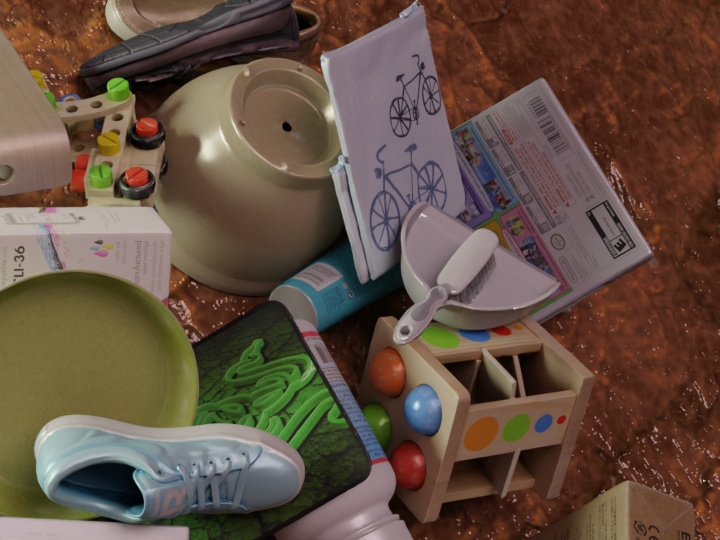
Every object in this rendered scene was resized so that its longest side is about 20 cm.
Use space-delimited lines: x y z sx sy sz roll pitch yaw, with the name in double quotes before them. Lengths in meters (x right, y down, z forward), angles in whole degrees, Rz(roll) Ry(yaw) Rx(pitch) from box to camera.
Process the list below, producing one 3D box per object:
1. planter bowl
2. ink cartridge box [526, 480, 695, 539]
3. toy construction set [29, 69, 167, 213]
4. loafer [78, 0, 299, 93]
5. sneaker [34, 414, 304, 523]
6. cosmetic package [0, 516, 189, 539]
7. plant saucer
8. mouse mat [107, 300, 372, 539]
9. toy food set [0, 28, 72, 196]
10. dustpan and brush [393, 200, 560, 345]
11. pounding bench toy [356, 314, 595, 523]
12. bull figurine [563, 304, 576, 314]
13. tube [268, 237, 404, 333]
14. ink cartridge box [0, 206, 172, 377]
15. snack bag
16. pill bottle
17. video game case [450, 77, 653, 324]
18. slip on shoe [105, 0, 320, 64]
"planter bowl" -0.084 -0.098 1.503 0.200 0.135 0.201 16 54 -23
"ink cartridge box" 0.193 0.293 1.406 0.075 0.165 0.200 20 54 -22
"toy construction set" -0.224 -0.078 1.421 0.131 0.092 0.200 2 58 2
"loafer" -0.144 -0.189 1.542 0.200 0.072 0.063 -23 110 -12
"sneaker" -0.137 0.158 1.276 0.200 0.074 0.082 4 27 -9
"cosmetic package" -0.220 0.254 1.240 0.200 0.052 0.151 8 68 -27
"plant saucer" -0.220 0.091 1.302 0.200 0.200 0.031 14 11 -23
"mouse mat" -0.110 0.135 1.345 0.200 0.008 0.161 -30 76 -1
"toy food set" -0.329 -0.123 1.386 0.143 0.060 0.200 -11 43 -29
"dustpan and brush" 0.072 0.014 1.424 0.139 0.057 0.200 31 48 11
"pounding bench toy" 0.064 0.096 1.475 0.156 0.124 0.200 -5 33 -32
"bull figurine" 0.156 -0.052 1.658 0.121 0.065 0.200 11 67 -21
"tube" 0.000 0.000 1.521 0.077 0.050 0.200 49 42 9
"ink cartridge box" -0.248 0.016 1.322 0.200 0.117 0.067 -2 20 -20
"snack bag" 0.026 -0.112 1.498 0.189 0.021 0.200 -37 119 -54
"pill bottle" -0.041 0.148 1.393 0.109 0.109 0.200 -18 72 -38
"video game case" 0.137 -0.049 1.599 0.182 0.022 0.200 -30 72 3
"slip on shoe" -0.131 -0.229 1.604 0.200 0.061 0.076 13 56 -24
